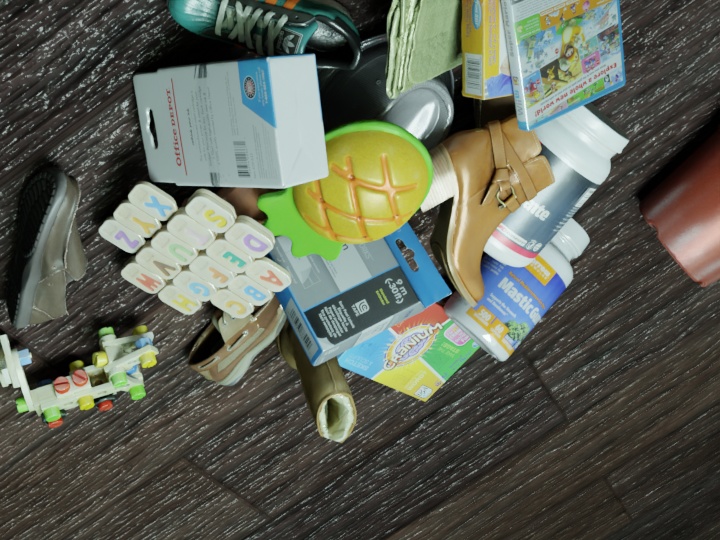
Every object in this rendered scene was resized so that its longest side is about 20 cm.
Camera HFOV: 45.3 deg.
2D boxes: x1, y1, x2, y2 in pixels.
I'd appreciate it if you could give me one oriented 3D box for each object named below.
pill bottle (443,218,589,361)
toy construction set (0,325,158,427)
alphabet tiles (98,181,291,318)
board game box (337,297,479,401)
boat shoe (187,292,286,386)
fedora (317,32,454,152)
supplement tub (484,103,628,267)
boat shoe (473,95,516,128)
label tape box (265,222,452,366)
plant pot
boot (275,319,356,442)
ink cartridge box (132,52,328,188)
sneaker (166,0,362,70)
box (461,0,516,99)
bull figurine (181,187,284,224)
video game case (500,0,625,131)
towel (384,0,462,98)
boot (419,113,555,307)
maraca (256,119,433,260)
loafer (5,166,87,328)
[{"bbox_3d":[0.213,0.012,1.157,0.201,0.112,0.112,-50,133,-2],"label":"pill bottle"},{"bbox_3d":[-0.340,0.124,1.025,0.197,0.093,0.132,-2,154,-13],"label":"toy construction set"},{"bbox_3d":[-0.180,-0.014,0.936,0.195,0.015,0.199,34,138,-22],"label":"alphabet tiles"},{"bbox_3d":[0.071,0.098,1.231,0.199,0.041,0.153,27,113,-39],"label":"board game box"},{"bbox_3d":[-0.150,0.065,1.078,0.071,0.076,0.201,19,116,-34],"label":"boat shoe"},{"bbox_3d":[0.027,-0.161,0.953,0.199,0.091,0.177,-37,134,8],"label":"fedora"},{"bbox_3d":[0.209,-0.118,1.040,0.139,0.141,0.201,22,117,-37],"label":"supplement tub"},{"bbox_3d":[0.161,-0.236,0.934,0.075,0.074,0.205,-24,129,-64],"label":"boat shoe"},{"bbox_3d":[0.000,0.000,1.009,0.198,0.144,0.066,-26,166,-20],"label":"label tape box"},{"bbox_3d":[0.502,-0.094,1.177,0.195,0.202,0.200,-40,134,23],"label":"plant pot"},{"bbox_3d":[-0.057,0.132,1.084,0.065,0.201,0.176,-18,138,-8],"label":"boot"},{"bbox_3d":[-0.129,-0.145,0.841,0.066,0.198,0.118,-23,112,-46],"label":"ink cartridge box"},{"bbox_3d":[-0.086,-0.240,0.839,0.197,0.080,0.072,3,127,-27],"label":"sneaker"},{"bbox_3d":[0.191,-0.248,0.878,0.198,0.041,0.121,-15,114,-26],"label":"box"},{"bbox_3d":[-0.121,-0.074,0.961,0.199,0.066,0.121,-35,156,32],"label":"bull figurine"},{"bbox_3d":[0.198,-0.257,0.846,0.142,0.018,0.202,-27,119,-24],"label":"video game case"},{"bbox_3d":[0.084,-0.268,0.863,0.200,0.036,0.150,-39,147,-44],"label":"towel"},{"bbox_3d":[0.147,-0.065,0.961,0.153,0.074,0.202,-27,122,-2],"label":"boot"},{"bbox_3d":[-0.017,-0.078,0.881,0.199,0.108,0.137,-33,123,30],"label":"maraca"},{"bbox_3d":[-0.330,-0.025,0.927,0.070,0.073,0.201,-1,134,-37],"label":"loafer"}]
